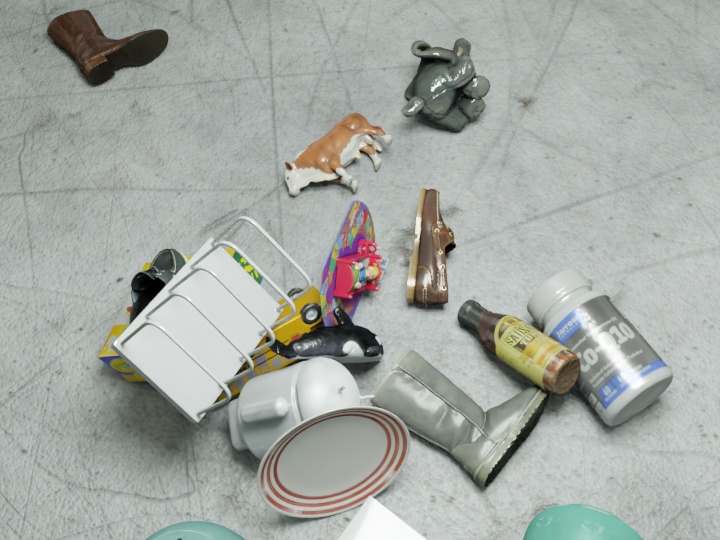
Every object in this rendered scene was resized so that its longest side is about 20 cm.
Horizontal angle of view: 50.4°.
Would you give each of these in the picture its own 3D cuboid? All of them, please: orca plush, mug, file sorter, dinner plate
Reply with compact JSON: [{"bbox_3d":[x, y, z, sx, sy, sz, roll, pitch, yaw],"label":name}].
[{"bbox_3d":[-0.043,0.088,1.054,0.197,0.105,0.073,3,74,-35],"label":"orca plush"},{"bbox_3d":[0.265,0.356,0.897,0.150,0.187,0.115,1,46,30],"label":"mug"},{"bbox_3d":[-0.170,0.053,0.930,0.139,0.124,0.201,45,51,-12],"label":"file sorter"},{"bbox_3d":[-0.033,0.233,0.946,0.197,0.202,0.024,-17,42,-10],"label":"dinner plate"}]

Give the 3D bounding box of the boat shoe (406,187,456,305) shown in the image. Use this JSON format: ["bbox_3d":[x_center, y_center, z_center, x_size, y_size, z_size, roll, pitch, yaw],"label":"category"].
[{"bbox_3d":[0.115,-0.037,1.194,0.069,0.071,0.203,2,65,11],"label":"boat shoe"}]

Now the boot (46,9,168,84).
[{"bbox_3d":[-0.498,-0.465,1.500,0.185,0.065,0.200,-31,57,-21],"label":"boot"}]

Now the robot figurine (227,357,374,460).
[{"bbox_3d":[-0.081,0.181,0.997,0.198,0.169,0.115,-21,75,28],"label":"robot figurine"}]

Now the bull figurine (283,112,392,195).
[{"bbox_3d":[-0.039,-0.192,1.304,0.121,0.065,0.200,34,65,17],"label":"bull figurine"}]

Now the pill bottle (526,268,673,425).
[{"bbox_3d":[0.328,0.102,1.070,0.112,0.115,0.201,-25,59,-15],"label":"pill bottle"}]

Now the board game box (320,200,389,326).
[{"bbox_3d":[0.000,0.000,1.115,0.038,0.159,0.202,9,56,21],"label":"board game box"}]

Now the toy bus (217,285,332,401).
[{"bbox_3d":[-0.133,0.101,1.095,0.198,0.079,0.065,-28,33,-17],"label":"toy bus"}]

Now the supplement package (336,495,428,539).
[{"bbox_3d":[0.022,0.363,0.853,0.119,0.201,0.121,32,61,21],"label":"supplement package"}]

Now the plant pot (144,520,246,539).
[{"bbox_3d":[-0.191,0.382,0.869,0.196,0.162,0.204,0,57,0],"label":"plant pot"}]

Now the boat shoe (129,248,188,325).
[{"bbox_3d":[-0.276,0.031,1.020,0.074,0.066,0.202,-26,41,23],"label":"boat shoe"}]

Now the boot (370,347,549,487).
[{"bbox_3d":[0.139,0.176,1.061,0.199,0.073,0.181,35,62,29],"label":"boot"}]

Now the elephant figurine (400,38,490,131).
[{"bbox_3d":[0.140,-0.352,1.383,0.142,0.154,0.202,-45,43,23],"label":"elephant figurine"}]

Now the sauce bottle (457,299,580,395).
[{"bbox_3d":[0.215,0.101,1.075,0.066,0.067,0.199,-36,42,-21],"label":"sauce bottle"}]

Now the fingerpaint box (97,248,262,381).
[{"bbox_3d":[-0.252,0.066,1.081,0.197,0.073,0.169,-9,49,35],"label":"fingerpaint box"}]
